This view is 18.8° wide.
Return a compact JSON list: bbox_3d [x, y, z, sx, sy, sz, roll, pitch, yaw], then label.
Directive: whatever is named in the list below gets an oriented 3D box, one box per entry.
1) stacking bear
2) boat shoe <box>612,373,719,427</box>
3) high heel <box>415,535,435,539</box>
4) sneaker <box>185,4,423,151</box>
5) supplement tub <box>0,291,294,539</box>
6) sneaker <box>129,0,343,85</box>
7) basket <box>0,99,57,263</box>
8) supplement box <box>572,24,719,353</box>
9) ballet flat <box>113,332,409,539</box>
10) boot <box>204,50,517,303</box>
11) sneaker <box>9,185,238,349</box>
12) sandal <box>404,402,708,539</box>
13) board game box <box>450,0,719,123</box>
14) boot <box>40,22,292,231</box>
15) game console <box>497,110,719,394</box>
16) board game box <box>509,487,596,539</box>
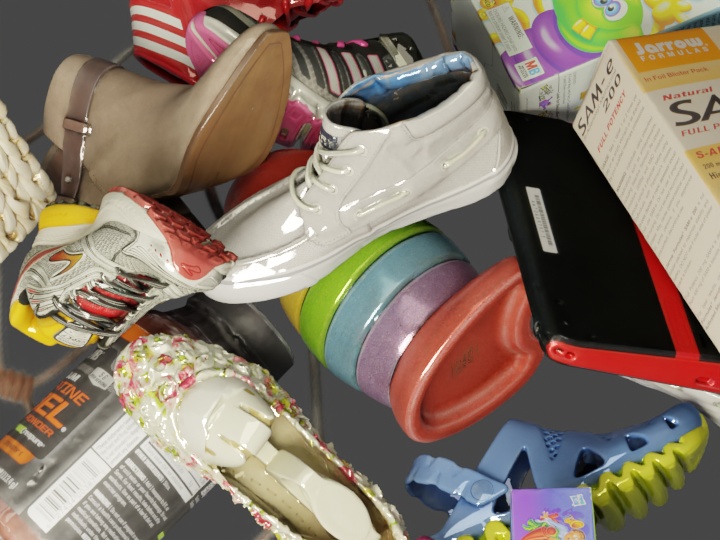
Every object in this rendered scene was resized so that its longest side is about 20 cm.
[{"bbox_3d":[0.000,0.000,1.295,0.114,0.122,0.200,-39,61,-20],"label":"stacking bear"},{"bbox_3d":[0.193,0.038,1.283,0.200,0.067,0.074,30,72,15],"label":"boat shoe"},{"bbox_3d":[-0.004,0.239,1.182,0.096,0.067,0.200,6,102,-2],"label":"high heel"},{"bbox_3d":[-0.011,-0.117,1.339,0.200,0.074,0.088,28,67,-9],"label":"sneaker"},{"bbox_3d":[-0.131,0.097,1.258,0.107,0.107,0.200,40,74,18],"label":"supplement tub"},{"bbox_3d":[-0.051,-0.158,1.389,0.200,0.078,0.116,-2,75,15],"label":"sneaker"},{"bbox_3d":[-0.315,-0.076,1.276,0.200,0.198,0.161,32,69,32],"label":"basket"},{"bbox_3d":[0.225,-0.047,1.231,0.126,0.074,0.200,-11,52,-26],"label":"supplement box"},{"bbox_3d":[-0.047,0.102,1.196,0.200,0.064,0.076,38,79,-12],"label":"ballet flat"},{"bbox_3d":[-0.014,-0.059,1.216,0.200,0.096,0.074,-26,52,-1],"label":"boot"},{"bbox_3d":[-0.134,0.008,1.210,0.078,0.200,0.082,31,71,-22],"label":"sneaker"},{"bbox_3d":[0.105,0.119,1.252,0.200,0.080,0.087,-23,64,-8],"label":"sandal"},{"bbox_3d":[0.167,-0.164,1.351,0.200,0.105,0.103,-23,67,-7],"label":"board game box"},{"bbox_3d":[-0.128,-0.089,1.306,0.146,0.070,0.200,40,116,32],"label":"boot"},{"bbox_3d":[0.165,-0.010,1.255,0.177,0.031,0.200,7,42,-18],"label":"game console"},{"bbox_3d":[0.105,0.234,1.142,0.045,0.135,0.200,-2,51,3],"label":"board game box"}]
